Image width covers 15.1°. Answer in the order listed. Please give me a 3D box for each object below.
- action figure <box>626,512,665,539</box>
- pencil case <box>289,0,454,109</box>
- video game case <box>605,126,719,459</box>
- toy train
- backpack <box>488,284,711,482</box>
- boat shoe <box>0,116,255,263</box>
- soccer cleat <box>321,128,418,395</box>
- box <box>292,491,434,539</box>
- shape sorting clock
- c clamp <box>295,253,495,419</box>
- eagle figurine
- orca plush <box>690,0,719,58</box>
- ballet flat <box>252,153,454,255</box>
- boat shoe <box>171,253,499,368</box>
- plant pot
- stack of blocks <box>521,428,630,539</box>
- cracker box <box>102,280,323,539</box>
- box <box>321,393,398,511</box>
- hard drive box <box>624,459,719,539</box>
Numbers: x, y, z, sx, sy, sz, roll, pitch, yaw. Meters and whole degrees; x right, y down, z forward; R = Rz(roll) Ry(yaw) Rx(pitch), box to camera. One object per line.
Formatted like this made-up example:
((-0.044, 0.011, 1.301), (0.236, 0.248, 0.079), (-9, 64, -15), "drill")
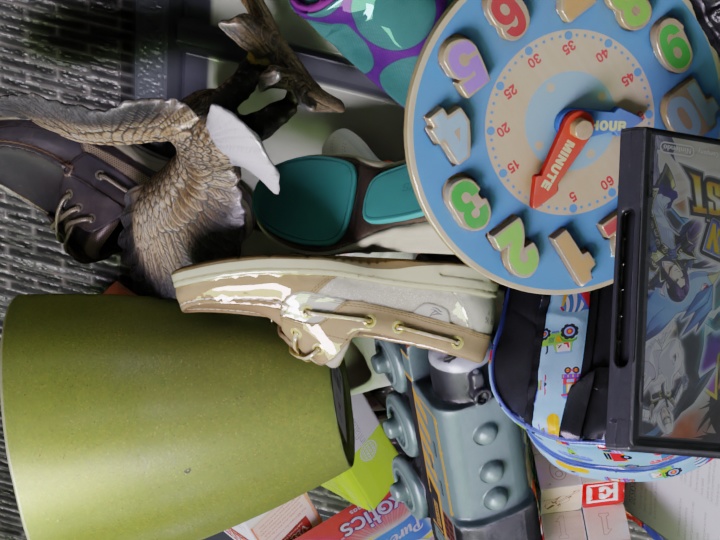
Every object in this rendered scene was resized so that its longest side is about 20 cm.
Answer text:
((0.225, 0.186, 1.928), (0.200, 0.065, 0.099), (32, 171, 26), "action figure")
((0.055, -0.130, 1.580), (0.200, 0.093, 0.085), (37, 151, -27), "pencil case")
((0.225, 0.019, 1.574), (0.199, 0.181, 0.025), (7, 174, -37), "video game case")
((0.066, 0.107, 1.754), (0.085, 0.114, 0.201), (-19, 125, -15), "toy train")
((0.173, 0.049, 1.675), (0.182, 0.200, 0.135), (4, 142, 16), "backpack")
((-0.170, -0.046, 1.799), (0.199, 0.073, 0.075), (17, 144, 1), "boat shoe")
((0.000, 0.000, 1.760), (0.069, 0.077, 0.200), (41, 153, 46), "soccer cleat")
((0.040, 0.219, 1.958), (0.200, 0.095, 0.103), (-30, 136, -4), "box")
((0.119, -0.084, 1.550), (0.200, 0.200, 0.039), (39, 176, -27), "shape sorting clock")
((0.007, 0.044, 1.884), (0.170, 0.027, 0.200), (-8, 136, 29), "c clamp")
((-0.114, -0.079, 1.677), (0.200, 0.152, 0.151), (-29, 159, 18), "eagle figurine")
((0.243, -0.119, 1.535), (0.105, 0.071, 0.200), (-13, 134, 35), "orca plush")
((0.014, -0.034, 1.655), (0.200, 0.070, 0.069), (3, 146, 51), "ballet flat")
((-0.016, 0.026, 1.647), (0.199, 0.067, 0.074), (1, 176, 1), "boat shoe")
((-0.109, 0.093, 1.740), (0.199, 0.188, 0.187), (-9, 139, 7), "plant pot")
((0.145, 0.162, 1.828), (0.058, 0.201, 0.115), (-6, 143, -1), "stack of blocks")
((-0.118, 0.113, 1.945), (0.134, 0.058, 0.200), (33, 160, 40), "cracker box")
((-0.055, 0.076, 1.898), (0.122, 0.048, 0.200), (25, 155, 40), "box")
((0.265, 0.142, 1.792), (0.200, 0.077, 0.156), (35, 152, 26), "hard drive box")
